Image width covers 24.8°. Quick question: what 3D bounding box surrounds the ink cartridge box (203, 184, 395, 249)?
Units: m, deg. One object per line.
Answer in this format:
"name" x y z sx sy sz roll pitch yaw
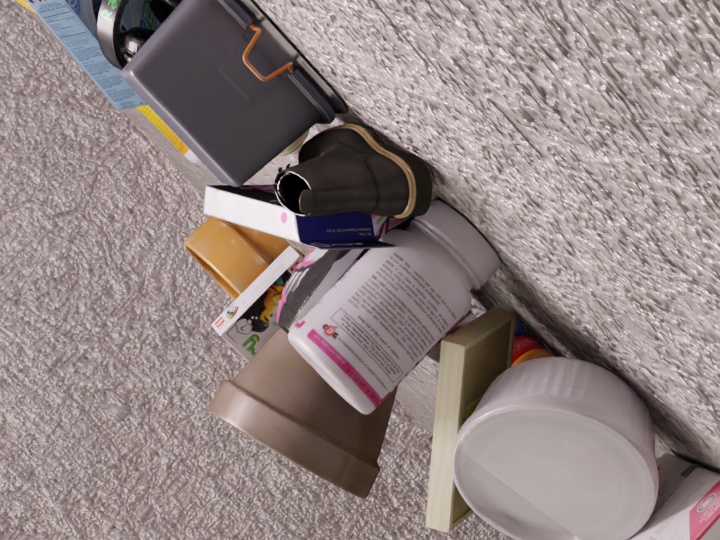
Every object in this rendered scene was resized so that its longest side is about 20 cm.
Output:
"ink cartridge box" -0.061 -0.053 1.605 0.094 0.037 0.200 -3 -165 -39

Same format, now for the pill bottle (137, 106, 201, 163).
"pill bottle" -0.199 -0.202 1.999 0.200 0.111 0.111 46 173 -6

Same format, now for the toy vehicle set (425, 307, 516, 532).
"toy vehicle set" 0.113 0.150 1.656 0.026 0.201 0.124 13 -161 27

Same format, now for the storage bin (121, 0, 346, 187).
"storage bin" -0.131 -0.182 1.608 0.200 0.134 0.146 46 174 -15

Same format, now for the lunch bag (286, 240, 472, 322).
"lunch bag" 0.025 -0.010 1.790 0.200 0.118 0.164 40 177 -9

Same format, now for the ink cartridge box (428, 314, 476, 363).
"ink cartridge box" 0.071 0.072 1.906 0.175 0.045 0.200 7 -173 -19

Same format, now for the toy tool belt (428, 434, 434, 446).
"toy tool belt" 0.184 0.204 1.909 0.200 0.123 0.125 34 180 -18

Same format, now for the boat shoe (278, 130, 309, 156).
"boat shoe" -0.133 -0.195 1.797 0.200 0.074 0.066 40 177 38

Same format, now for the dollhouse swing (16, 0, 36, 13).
"dollhouse swing" -0.385 -0.380 1.875 0.200 0.181 0.176 51 -169 -39

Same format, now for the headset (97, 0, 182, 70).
"headset" -0.212 -0.255 1.708 0.094 0.124 0.200 27 176 29

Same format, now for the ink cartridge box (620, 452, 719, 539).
"ink cartridge box" 0.309 0.267 1.583 0.083 0.147 0.200 44 174 -9

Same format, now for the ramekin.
"ramekin" 0.194 0.173 1.591 0.201 0.094 0.203 10 131 12

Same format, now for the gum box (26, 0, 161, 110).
"gum box" -0.277 -0.298 1.733 0.044 0.171 0.200 -8 147 21

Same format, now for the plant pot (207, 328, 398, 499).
"plant pot" -0.040 0.123 1.769 0.199 0.174 0.200 29 176 2

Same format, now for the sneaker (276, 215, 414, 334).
"sneaker" 0.000 0.000 1.669 0.086 0.200 0.080 37 -173 -22

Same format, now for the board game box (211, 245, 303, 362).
"board game box" -0.059 0.081 1.862 0.200 0.126 0.035 45 179 -33

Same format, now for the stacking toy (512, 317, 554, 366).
"stacking toy" 0.210 0.142 1.721 0.200 0.110 0.116 25 160 39

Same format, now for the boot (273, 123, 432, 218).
"boot" -0.042 -0.094 1.548 0.200 0.138 0.078 17 110 57

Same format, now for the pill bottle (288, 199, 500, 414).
"pill bottle" 0.036 0.033 1.598 0.113 0.200 0.113 44 174 6

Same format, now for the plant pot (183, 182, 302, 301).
"plant pot" -0.093 -0.029 2.092 0.200 0.183 0.200 43 173 7
